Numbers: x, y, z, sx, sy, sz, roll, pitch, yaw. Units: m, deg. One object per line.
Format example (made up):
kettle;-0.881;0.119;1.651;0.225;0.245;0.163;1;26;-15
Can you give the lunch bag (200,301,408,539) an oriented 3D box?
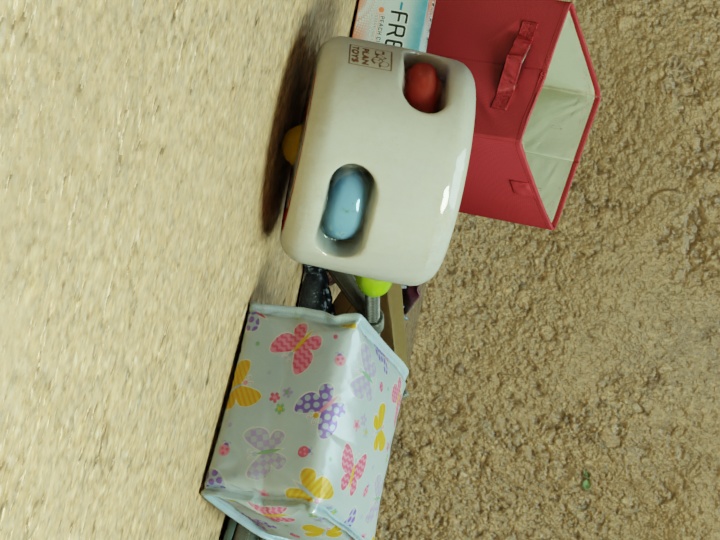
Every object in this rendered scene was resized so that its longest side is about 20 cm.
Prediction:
lunch bag;-0.037;0.139;1.487;0.200;0.127;0.170;46;53;-61

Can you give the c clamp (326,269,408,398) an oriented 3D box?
c clamp;0.000;0.000;1.621;0.171;0.027;0.200;55;-15;29

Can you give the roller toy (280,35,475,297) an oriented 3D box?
roller toy;0.007;-0.090;1.436;0.182;0.139;0.201;129;-28;-79

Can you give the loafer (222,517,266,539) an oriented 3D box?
loafer;-0.098;0.287;1.563;0.072;0.063;0.201;85;18;-72

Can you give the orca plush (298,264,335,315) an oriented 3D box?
orca plush;-0.030;0.079;1.763;0.105;0.071;0.201;-47;149;-79

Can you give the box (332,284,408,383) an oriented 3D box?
box;0.000;0.081;1.804;0.200;0.021;0.164;-93;-153;-45

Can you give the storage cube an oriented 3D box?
storage cube;0.123;-0.165;1.839;0.200;0.179;0.171;60;47;-58

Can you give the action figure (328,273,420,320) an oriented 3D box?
action figure;0.014;-0.043;1.977;0.134;0.148;0.201;-43;-138;44

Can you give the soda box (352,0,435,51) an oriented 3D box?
soda box;0.026;-0.205;1.720;0.064;0.068;0.201;12;89;-83
